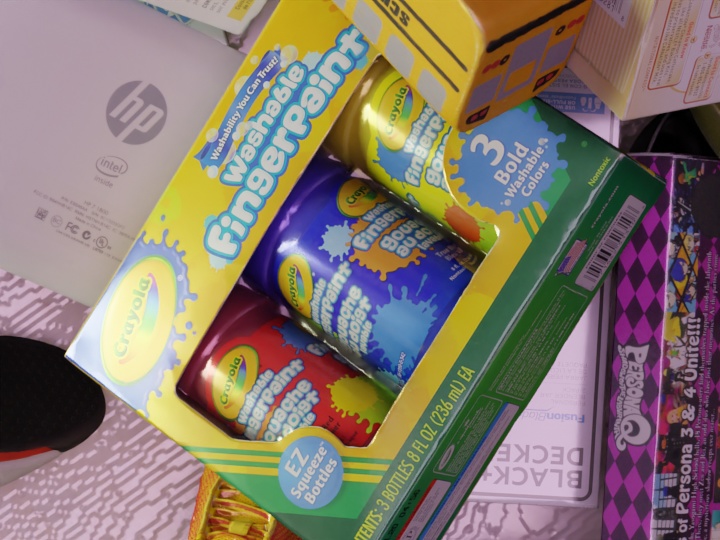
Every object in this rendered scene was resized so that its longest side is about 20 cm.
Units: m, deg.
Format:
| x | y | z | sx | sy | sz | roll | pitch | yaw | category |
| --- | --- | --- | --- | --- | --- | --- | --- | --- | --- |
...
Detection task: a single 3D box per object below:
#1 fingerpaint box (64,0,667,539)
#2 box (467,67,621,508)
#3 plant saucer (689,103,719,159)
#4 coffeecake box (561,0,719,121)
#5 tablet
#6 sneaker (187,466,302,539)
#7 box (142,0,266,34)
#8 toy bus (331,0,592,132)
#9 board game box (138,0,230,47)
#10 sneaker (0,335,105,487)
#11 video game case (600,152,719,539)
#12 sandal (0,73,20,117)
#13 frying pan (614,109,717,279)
| x | y | z | sx | sy | sz | roll | pitch | yaw | category |
| --- | --- | --- | --- | --- | --- | --- | --- | --- | --- |
| 0.000 | 0.000 | 0.958 | 0.167 | 0.073 | 0.200 | 35 | 96 | 24 | fingerpaint box |
| 0.056 | 0.003 | 1.044 | 0.116 | 0.060 | 0.201 | 4 | 92 | -2 | box |
| 0.212 | -0.064 | 1.004 | 0.200 | 0.200 | 0.031 | 33 | 127 | -3 | plant saucer |
| 0.153 | -0.147 | 0.957 | 0.199 | 0.154 | 0.073 | -12 | 133 | -30 | coffeecake box |
| -0.108 | -0.050 | 1.005 | 0.199 | 0.014 | 0.131 | 25 | 92 | -28 | tablet |
| -0.044 | 0.124 | 0.994 | 0.073 | 0.077 | 0.201 | 0 | 48 | 6 | sneaker |
| -0.115 | -0.170 | 0.957 | 0.199 | 0.049 | 0.082 | 17 | 128 | -33 | box |
| 0.003 | -0.153 | 0.901 | 0.065 | 0.078 | 0.200 | -30 | 66 | -30 | toy bus |
| -0.108 | -0.102 | 1.052 | 0.095 | 0.030 | 0.201 | -17 | 95 | -2 | board game box |
| -0.217 | 0.095 | 1.036 | 0.201 | 0.108 | 0.067 | -15 | 60 | -34 | sneaker |
| 0.183 | 0.052 | 1.018 | 0.181 | 0.036 | 0.201 | 1 | 93 | -38 | video game case |
| -0.192 | -0.013 | 1.023 | 0.059 | 0.079 | 0.207 | 40 | 95 | -23 | sandal |
| 0.157 | 0.005 | 1.056 | 0.115 | 0.031 | 0.190 | -59 | 139 | -33 | frying pan |
